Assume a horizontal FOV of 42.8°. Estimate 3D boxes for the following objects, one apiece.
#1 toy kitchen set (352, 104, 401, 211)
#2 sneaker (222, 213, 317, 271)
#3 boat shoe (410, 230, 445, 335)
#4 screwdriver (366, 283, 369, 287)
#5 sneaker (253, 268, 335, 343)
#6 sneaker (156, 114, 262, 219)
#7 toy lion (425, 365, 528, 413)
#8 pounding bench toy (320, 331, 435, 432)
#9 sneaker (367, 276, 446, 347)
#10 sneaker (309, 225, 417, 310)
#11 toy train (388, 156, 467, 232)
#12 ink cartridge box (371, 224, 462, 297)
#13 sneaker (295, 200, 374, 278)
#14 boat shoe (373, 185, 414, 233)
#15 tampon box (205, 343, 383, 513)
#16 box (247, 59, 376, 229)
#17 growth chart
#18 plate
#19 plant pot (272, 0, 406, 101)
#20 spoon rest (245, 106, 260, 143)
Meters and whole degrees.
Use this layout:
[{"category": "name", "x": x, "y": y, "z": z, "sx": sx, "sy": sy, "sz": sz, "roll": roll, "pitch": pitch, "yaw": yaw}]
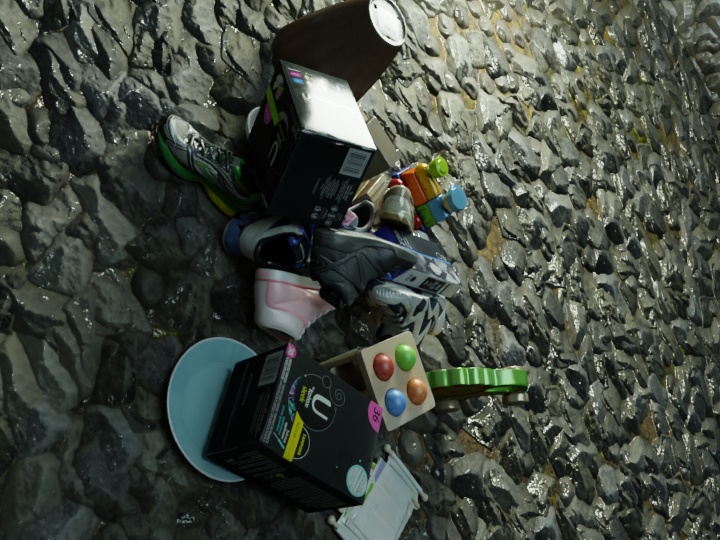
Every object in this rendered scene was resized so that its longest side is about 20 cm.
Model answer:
[{"category": "toy kitchen set", "x": 0.031, "y": -0.190, "z": 1.576, "sx": 0.164, "sy": 0.179, "sz": 0.201, "roll": 54, "pitch": 43, "yaw": -16}, {"category": "sneaker", "x": -0.099, "y": -0.051, "z": 1.398, "sx": 0.197, "sy": 0.115, "sz": 0.082, "roll": -24, "pitch": 129, "yaw": -31}, {"category": "boat shoe", "x": 0.101, "y": 0.022, "z": 1.655, "sx": 0.061, "sy": 0.072, "sz": 0.204, "roll": 4, "pitch": 61, "yaw": -30}, {"category": "screwdriver", "x": -0.005, "y": 0.016, "z": 1.563, "sx": 0.197, "sy": 0.028, "sz": 0.030, "roll": 11, "pitch": 94, "yaw": -40}, {"category": "sneaker", "x": -0.093, "y": 0.062, "z": 1.429, "sx": 0.198, "sy": 0.074, "sz": 0.107, "roll": 14, "pitch": 79, "yaw": -51}, {"category": "sneaker", "x": -0.219, "y": -0.166, "z": 1.374, "sx": 0.199, "sy": 0.084, "sz": 0.079, "roll": 40, "pitch": 49, "yaw": -28}, {"category": "toy lion", "x": 0.186, "y": 0.192, "z": 1.557, "sx": 0.192, "sy": 0.195, "sz": 0.070, "roll": 60, "pitch": 24, "yaw": -72}, {"category": "pounding bench toy", "x": 0.043, "y": 0.174, "z": 1.456, "sx": 0.198, "sy": 0.155, "sz": 0.127, "roll": -17, "pitch": 86, "yaw": -48}, {"category": "sneaker", "x": 0.059, "y": 0.088, "z": 1.528, "sx": 0.198, "sy": 0.079, "sz": 0.132, "roll": 9, "pitch": 107, "yaw": -62}, {"category": "sneaker", "x": 0.000, "y": 0.000, "z": 1.414, "sx": 0.197, "sy": 0.076, "sz": 0.117, "roll": 5, "pitch": 103, "yaw": -43}, {"category": "toy train", "x": 0.112, "y": -0.181, "z": 1.702, "sx": 0.084, "sy": 0.115, "sz": 0.203, "roll": -32, "pitch": 98, "yaw": -48}, {"category": "ink cartridge box", "x": 0.087, "y": -0.017, "z": 1.545, "sx": 0.198, "sy": 0.039, "sz": 0.101, "roll": 14, "pitch": 41, "yaw": -49}, {"category": "sneaker", "x": -0.045, "y": -0.059, "z": 1.502, "sx": 0.070, "sy": 0.083, "sz": 0.200, "roll": 36, "pitch": 39, "yaw": 12}, {"category": "boat shoe", "x": 0.062, "y": -0.104, "z": 1.569, "sx": 0.071, "sy": 0.200, "sz": 0.066, "roll": 13, "pitch": 87, "yaw": 2}, {"category": "tampon box", "x": -0.086, "y": 0.226, "z": 1.286, "sx": 0.199, "sy": 0.125, "sz": 0.152, "roll": 37, "pitch": 51, "yaw": -31}, {"category": "box", "x": -0.077, "y": -0.188, "z": 1.365, "sx": 0.122, "sy": 0.150, "sz": 0.202, "roll": 11, "pitch": 35, "yaw": -26}, {"category": "growth chart", "x": 0.029, "y": 0.374, "z": 1.464, "sx": 0.146, "sy": 0.018, "sz": 0.200, "roll": 57, "pitch": 43, "yaw": -12}, {"category": "plate", "x": -0.194, "y": 0.196, "z": 1.298, "sx": 0.198, "sy": 0.025, "sz": 0.204, "roll": 21, "pitch": 59, "yaw": -40}, {"category": "plant pot", "x": -0.020, "y": -0.384, "z": 1.585, "sx": 0.185, "sy": 0.198, "sz": 0.191, "roll": 20, "pitch": 61, "yaw": -40}, {"category": "spoon rest", "x": -0.127, "y": -0.172, "z": 1.491, "sx": 0.099, "sy": 0.060, "sz": 0.204, "roll": -19, "pitch": 89, "yaw": -48}]
